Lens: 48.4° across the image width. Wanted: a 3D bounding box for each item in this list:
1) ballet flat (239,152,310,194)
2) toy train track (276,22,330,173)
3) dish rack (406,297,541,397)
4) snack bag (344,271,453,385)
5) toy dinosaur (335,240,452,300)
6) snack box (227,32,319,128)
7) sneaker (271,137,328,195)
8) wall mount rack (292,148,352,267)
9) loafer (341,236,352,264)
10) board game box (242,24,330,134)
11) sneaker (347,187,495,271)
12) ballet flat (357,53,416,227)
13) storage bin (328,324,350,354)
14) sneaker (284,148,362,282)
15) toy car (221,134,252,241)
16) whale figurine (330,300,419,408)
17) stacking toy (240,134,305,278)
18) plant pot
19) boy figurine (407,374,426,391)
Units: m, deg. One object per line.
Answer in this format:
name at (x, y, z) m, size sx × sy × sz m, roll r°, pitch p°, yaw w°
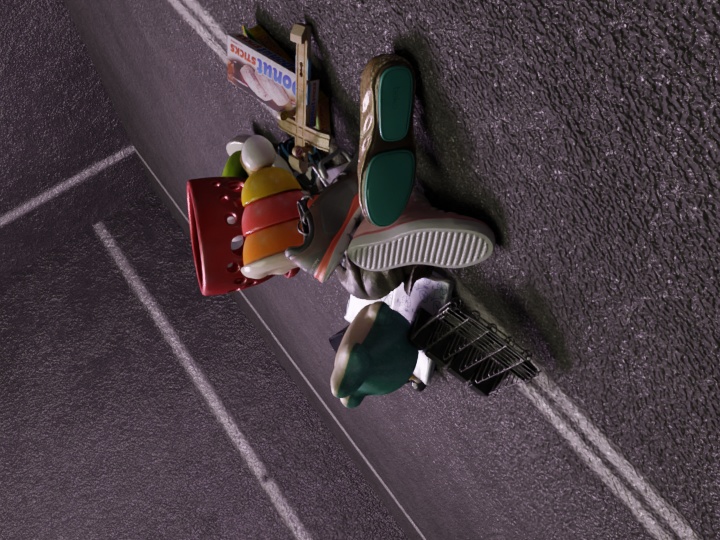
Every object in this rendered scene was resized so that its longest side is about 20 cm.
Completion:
ballet flat at (-0.116, -0.121, 1.257) m, size 0.200 × 0.069 × 0.063 m, roll 50°, pitch 138°, yaw 0°
toy train track at (-0.087, -0.225, 1.071) m, size 0.115 × 0.032 × 0.201 m, roll 31°, pitch 129°, yaw 40°
dish rack at (0.146, 0.095, 1.022) m, size 0.153 × 0.055 × 0.200 m, roll 35°, pitch 159°, yaw -1°
snack bag at (0.049, 0.047, 1.191) m, size 0.200 × 0.021 × 0.189 m, roll 37°, pitch 133°, yaw 36°
toy dinosaur at (0.013, 0.002, 1.083) m, size 0.199 × 0.077 × 0.103 m, roll -18°, pitch 98°, yaw 30°
snack box at (-0.129, -0.275, 1.152) m, size 0.200 × 0.024 × 0.072 m, roll 38°, pitch 134°, yaw 36°
sneaker at (-0.114, -0.189, 1.326) m, size 0.200 × 0.073 × 0.082 m, roll 27°, pitch 145°, yaw 44°
wall mount rack at (-0.021, -0.086, 1.171) m, size 0.174 × 0.075 × 0.200 m, roll 56°, pitch 157°, yaw -12°
loafer at (0.000, 0.000, 1.283) m, size 0.200 × 0.063 × 0.072 m, roll 34°, pitch 161°, yaw 32°
board game box at (-0.111, -0.280, 1.193) m, size 0.200 × 0.030 × 0.096 m, roll 47°, pitch 160°, yaw 24°
sneaker at (0.079, -0.060, 0.964) m, size 0.200 × 0.105 × 0.075 m, roll -5°, pitch 138°, yaw 40°
ballet flat at (0.027, -0.148, 0.901) m, size 0.065 × 0.070 × 0.201 m, roll -122°, pitch 32°, yaw -53°
storage bin at (0.024, 0.157, 1.534) m, size 0.135 × 0.094 × 0.200 m, roll 57°, pitch 164°, yaw 1°
sneaker at (-0.036, -0.088, 1.027) m, size 0.082 × 0.201 × 0.077 m, roll 24°, pitch 160°, yaw -4°
toy car at (-0.208, -0.151, 1.571) m, size 0.149 × 0.176 × 0.200 m, roll 17°, pitch 154°, yaw 10°
whale figurine at (0.021, 0.122, 1.098) m, size 0.103 × 0.160 × 0.200 m, roll 21°, pitch -170°, yaw 10°
stacking toy at (-0.124, -0.098, 1.156) m, size 0.146 × 0.146 × 0.201 m, roll 155°, pitch 99°, yaw -75°
plant pot at (-0.199, -0.068, 1.384) m, size 0.200 × 0.182 × 0.201 m, roll 171°, pitch 90°, yaw -77°
boy figurine at (0.049, 0.153, 1.335) m, size 0.124 × 0.065 × 0.200 m, roll 28°, pitch -178°, yaw 37°
